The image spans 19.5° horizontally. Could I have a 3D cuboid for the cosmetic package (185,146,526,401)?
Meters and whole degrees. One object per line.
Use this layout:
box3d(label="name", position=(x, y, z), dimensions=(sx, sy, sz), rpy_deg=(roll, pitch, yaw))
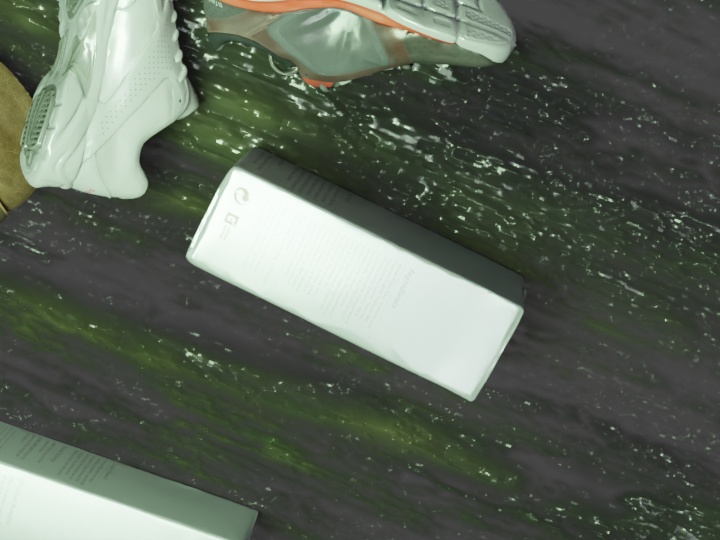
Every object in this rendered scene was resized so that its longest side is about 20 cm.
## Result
box3d(label="cosmetic package", position=(0.000, 0.000, 1.316), dimensions=(0.200, 0.102, 0.074), rpy_deg=(28, 102, 0))

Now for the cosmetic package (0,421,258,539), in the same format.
box3d(label="cosmetic package", position=(-0.178, 0.185, 1.376), dimensions=(0.200, 0.081, 0.113), rpy_deg=(20, 102, -1))

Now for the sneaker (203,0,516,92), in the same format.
box3d(label="sneaker", position=(-0.004, -0.151, 1.314), dimensions=(0.200, 0.077, 0.082), rpy_deg=(14, 129, 2))

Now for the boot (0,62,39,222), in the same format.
box3d(label="boot", position=(-0.273, -0.125, 1.337), dimensions=(0.075, 0.074, 0.200), rpy_deg=(-41, 100, -8))

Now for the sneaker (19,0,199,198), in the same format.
box3d(label="sneaker", position=(-0.143, -0.138, 1.323), dimensions=(0.099, 0.078, 0.200), rpy_deg=(18, 93, -28))
